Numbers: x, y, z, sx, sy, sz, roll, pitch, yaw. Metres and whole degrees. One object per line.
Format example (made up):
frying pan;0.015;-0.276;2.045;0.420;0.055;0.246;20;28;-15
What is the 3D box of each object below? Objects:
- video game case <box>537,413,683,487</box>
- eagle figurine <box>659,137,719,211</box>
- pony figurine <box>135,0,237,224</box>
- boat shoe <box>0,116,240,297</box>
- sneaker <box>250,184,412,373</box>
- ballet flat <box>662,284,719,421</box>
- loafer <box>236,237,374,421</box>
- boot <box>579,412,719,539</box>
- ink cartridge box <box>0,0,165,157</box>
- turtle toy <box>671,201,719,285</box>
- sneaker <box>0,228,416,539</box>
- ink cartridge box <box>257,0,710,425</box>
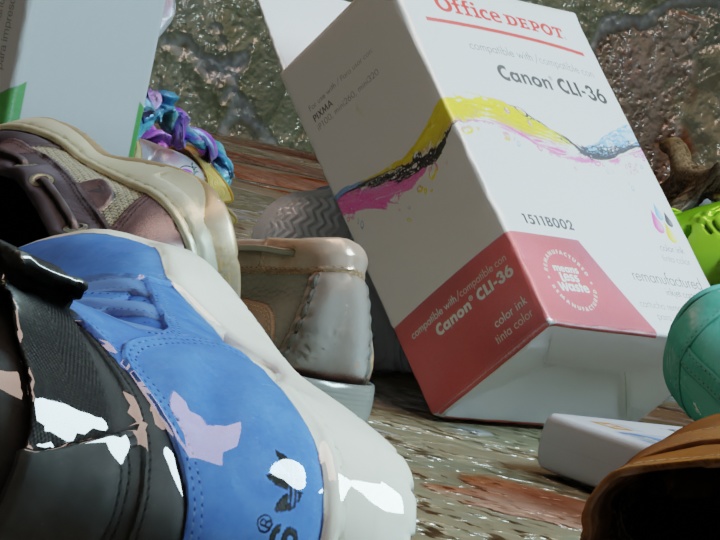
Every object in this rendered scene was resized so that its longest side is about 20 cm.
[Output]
video game case;0.189;0.084;0.921;0.182;0.022;0.200;8;7;-43
eagle figurine;0.262;0.005;1.652;0.200;0.151;0.152;41;43;-13
pony figurine;-0.166;-0.092;1.517;0.200;0.167;0.193;12;35;-53
boat shoe;-0.115;-0.011;0.950;0.065;0.072;0.200;-7;13;-35
sneaker;0.000;0.000;1.164;0.114;0.076;0.200;9;0;40
ballet flat;0.189;0.051;0.881;0.200;0.067;0.070;10;29;-22
loafer;-0.052;0.005;0.980;0.072;0.063;0.200;8;6;-33
boot;0.161;0.066;0.698;0.200;0.077;0.155;11;2;22
ink cartridge box;-0.194;-0.092;1.282;0.200;0.146;0.084;15;7;40
turtle toy;0.188;0.009;1.333;0.146;0.101;0.200;-11;-3;13
sneaker;-0.079;0.024;0.583;0.111;0.077;0.200;21;6;-30
ink cartridge box;0.048;-0.042;1.075;0.116;0.067;0.200;7;50;-47
